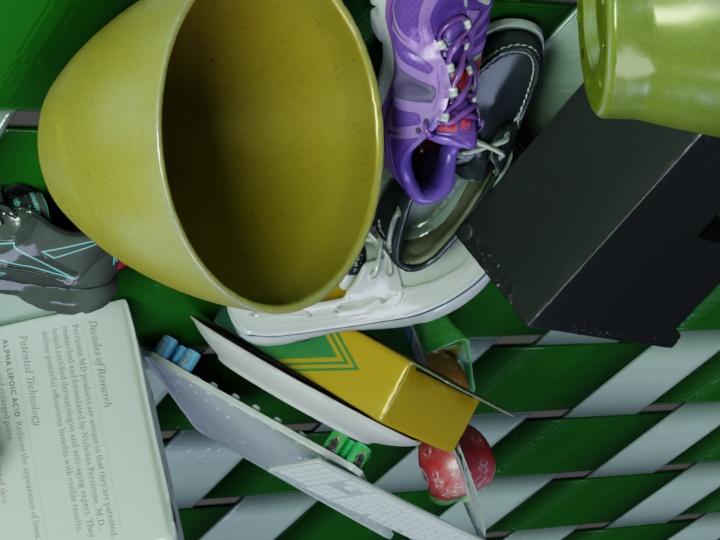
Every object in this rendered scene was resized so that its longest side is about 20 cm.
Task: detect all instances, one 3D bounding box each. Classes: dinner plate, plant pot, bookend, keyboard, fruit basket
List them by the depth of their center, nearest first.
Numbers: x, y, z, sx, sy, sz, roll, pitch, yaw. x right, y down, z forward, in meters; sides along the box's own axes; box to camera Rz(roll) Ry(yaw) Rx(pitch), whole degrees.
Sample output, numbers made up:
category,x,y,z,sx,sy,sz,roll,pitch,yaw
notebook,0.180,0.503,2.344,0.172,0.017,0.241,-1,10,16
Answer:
category,x,y,z,sx,sy,sz,roll,pitch,yaw
plant pot,-0.100,-0.076,1.222,0.141,0.201,0.200,0,170,38
plant pot,0.229,-0.157,1.248,0.192,0.201,0.201,-3,155,-2
bookend,0.202,-0.054,1.445,0.198,0.092,0.200,9,128,-52
dinner plate,-0.045,0.090,1.607,0.024,0.200,0.200,-60,150,-2
keyboard,0.018,0.183,1.636,0.056,0.011,0.200,-7,152,46
fruit basket,0.058,0.128,1.717,0.093,0.201,0.185,-16,157,-1

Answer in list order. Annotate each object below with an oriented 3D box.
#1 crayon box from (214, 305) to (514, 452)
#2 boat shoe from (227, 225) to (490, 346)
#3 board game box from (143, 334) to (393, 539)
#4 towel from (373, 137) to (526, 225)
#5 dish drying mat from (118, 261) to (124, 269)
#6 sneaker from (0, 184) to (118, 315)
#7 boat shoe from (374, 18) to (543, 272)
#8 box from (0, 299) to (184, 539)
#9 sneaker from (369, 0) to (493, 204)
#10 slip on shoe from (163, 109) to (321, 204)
category,x,y,z,sx,sy,sz,roll,pitch,yaw
crayon box,0.002,0.074,1.583,0.052,0.199,0.126,-62,148,-1
boat shoe,0.000,0.000,1.502,0.199,0.071,0.070,-11,156,2
board game box,-0.066,0.135,1.708,0.026,0.199,0.200,-58,162,-15
towel,0.037,-0.040,1.543,0.199,0.035,0.192,-23,155,15
dish drying mat,-0.137,-0.044,1.443,0.200,0.018,0.077,-31,152,28
sneaker,-0.247,-0.022,1.378,0.199,0.076,0.080,1,127,-30
boat shoe,0.070,-0.080,1.411,0.075,0.061,0.200,6,137,-22
box,-0.210,0.159,1.611,0.130,0.201,0.199,-12,156,-5
sneaker,0.053,-0.122,1.293,0.080,0.084,0.201,-16,143,-19
slip on shoe,-0.094,-0.080,1.335,0.199,0.076,0.061,-28,167,9
